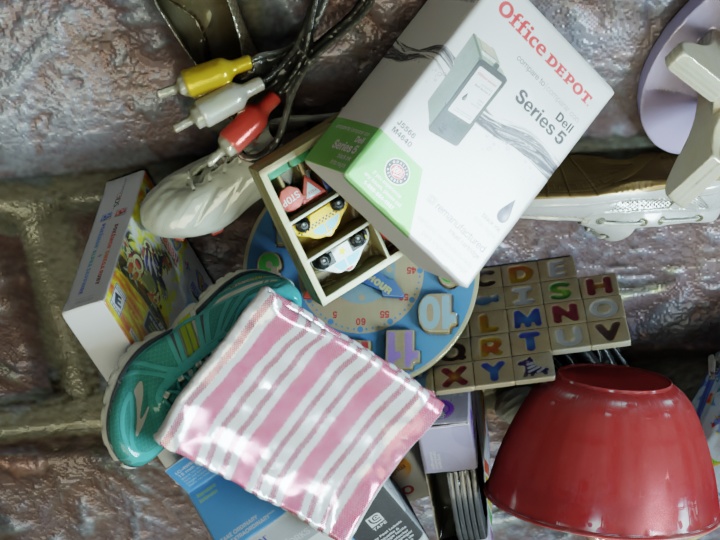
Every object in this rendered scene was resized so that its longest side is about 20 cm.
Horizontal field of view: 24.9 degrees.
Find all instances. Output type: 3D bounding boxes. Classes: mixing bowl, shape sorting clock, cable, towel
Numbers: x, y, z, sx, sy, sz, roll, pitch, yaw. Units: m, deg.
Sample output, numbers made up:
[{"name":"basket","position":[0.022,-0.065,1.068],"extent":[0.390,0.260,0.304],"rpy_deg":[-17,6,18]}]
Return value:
[{"name":"mixing bowl","position":[0.204,0.140,1.346],"extent":[0.198,0.200,0.109],"rpy_deg":[4,99,-3]},{"name":"shape sorting clock","position":[0.000,0.000,1.356],"extent":[0.198,0.202,0.039],"rpy_deg":[-4,168,3]},{"name":"cable","position":[-0.056,-0.157,1.272],"extent":[0.199,0.050,0.097],"rpy_deg":[-36,102,3]},{"name":"towel","position":[-0.043,0.116,1.264],"extent":[0.199,0.030,0.147],"rpy_deg":[33,94,-31]}]

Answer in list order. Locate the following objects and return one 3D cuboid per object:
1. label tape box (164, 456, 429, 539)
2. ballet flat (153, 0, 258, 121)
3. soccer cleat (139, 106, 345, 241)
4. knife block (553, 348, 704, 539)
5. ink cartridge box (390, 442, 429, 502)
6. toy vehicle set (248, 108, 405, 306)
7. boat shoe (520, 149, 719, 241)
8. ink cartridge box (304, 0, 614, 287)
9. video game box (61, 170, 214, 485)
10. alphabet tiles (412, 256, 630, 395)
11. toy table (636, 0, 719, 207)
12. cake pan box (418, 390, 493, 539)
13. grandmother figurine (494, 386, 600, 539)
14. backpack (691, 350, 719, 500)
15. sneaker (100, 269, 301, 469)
[{"name":"label tape box","position":[-0.050,0.198,1.365],"extent":[0.143,0.066,0.200],"rpy_deg":[-34,133,3]},{"name":"ballet flat","position":[-0.124,-0.194,1.289],"extent":[0.067,0.047,0.201],"rpy_deg":[-17,124,13]},{"name":"soccer cleat","position":[-0.090,-0.086,1.336],"extent":[0.198,0.070,0.078],"rpy_deg":[-19,150,-5]},{"name":"knife block","position":[0.231,0.144,1.460],"extent":[0.064,0.201,0.175],"rpy_deg":[-34,149,22]},{"name":"ink cartridge box","position":[-0.018,0.129,1.472],"extent":[0.128,0.126,0.201],"rpy_deg":[-19,123,13]},{"name":"toy vehicle set","position":[0.021,-0.077,1.313],"extent":[0.199,0.026,0.125],"rpy_deg":[-33,112,-15]},{"name":"boat shoe","position":[0.212,-0.055,1.375],"extent":[0.198,0.071,0.070],"rpy_deg":[-3,125,1]},{"name":"ink cartridge box","position":[0.078,-0.113,1.268],"extent":[0.145,0.084,0.200],"rpy_deg":[41,83,-26]},{"name":"video game box","position":[-0.169,0.047,1.378],"extent":[0.046,0.183,0.201],"rpy_deg":[-18,124,16]},{"name":"alphabet tiles","position":[0.125,0.044,1.386],"extent":[0.198,0.168,0.008],"rpy_deg":[-8,124,5]},{"name":"toy table","position":[0.306,-0.147,1.283],"extent":[0.183,0.118,0.201],"rpy_deg":[22,124,-15]},{"name":"cake pan box","position":[0.084,0.146,1.440],"extent":[0.052,0.201,0.185],"rpy_deg":[-8,123,8]},{"name":"grandmother figurine","position":[0.196,0.190,1.535],"extent":[0.200,0.061,0.121],"rpy_deg":[52,148,-13]},{"name":"backpack","position":[0.369,0.130,1.432],"extent":[0.153,0.201,0.164],"rpy_deg":[-10,127,34]},{"name":"sneaker","position":[-0.125,0.072,1.270],"extent":[0.200,0.079,0.078],"rpy_deg":[-49,121,-22]}]
